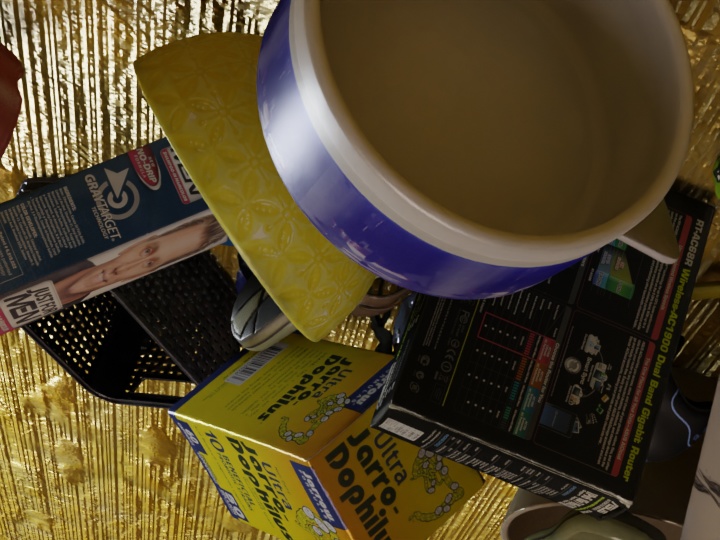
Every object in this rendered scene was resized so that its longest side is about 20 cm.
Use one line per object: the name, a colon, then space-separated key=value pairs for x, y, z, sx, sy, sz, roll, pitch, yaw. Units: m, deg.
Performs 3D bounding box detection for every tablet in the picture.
tablet: x=0.083 y=-0.078 z=0.789 sx=0.200 sy=0.130 sz=0.014 roll=26 pitch=117 yaw=-12

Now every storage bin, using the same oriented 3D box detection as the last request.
storage bin: x=-0.191 y=0.021 z=1.151 sx=0.135 sy=0.094 sz=0.200 roll=3 pitch=146 yaw=30

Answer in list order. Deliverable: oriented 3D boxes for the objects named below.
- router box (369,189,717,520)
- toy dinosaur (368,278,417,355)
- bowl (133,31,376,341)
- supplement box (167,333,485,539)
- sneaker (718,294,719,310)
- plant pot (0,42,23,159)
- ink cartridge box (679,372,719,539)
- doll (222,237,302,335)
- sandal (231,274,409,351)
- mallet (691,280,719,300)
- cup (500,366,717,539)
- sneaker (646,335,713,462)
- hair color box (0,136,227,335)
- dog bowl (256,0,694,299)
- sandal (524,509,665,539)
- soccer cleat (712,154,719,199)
router box: x=0.110 y=0.026 z=0.855 sx=0.150 sy=0.200 sz=0.062 roll=23 pitch=159 yaw=-3
toy dinosaur: x=0.027 y=0.060 z=1.032 sx=0.105 sy=0.200 sz=0.182 roll=36 pitch=119 yaw=2
bowl: x=-0.035 y=-0.069 z=0.858 sx=0.108 sy=0.200 sz=0.200 roll=-33 pitch=136 yaw=3
supplement box: x=-0.028 y=0.124 z=1.025 sx=0.200 sy=0.109 sz=0.109 roll=7 pitch=131 yaw=55
sneaker: x=0.278 y=0.028 z=0.774 sx=0.200 sy=0.089 sz=0.077 roll=-6 pitch=174 yaw=-30
plant pot: x=-0.332 y=-0.124 z=0.906 sx=0.200 sy=0.201 sz=0.195 roll=-9 pitch=147 yaw=42
ink cartridge box: x=0.289 y=0.130 z=0.890 sx=0.145 sy=0.084 sz=0.200 roll=1 pitch=114 yaw=-15
doll: x=-0.061 y=-0.003 z=1.070 sx=0.136 sy=0.049 sz=0.200 roll=24 pitch=151 yaw=4
sandal: x=-0.001 y=0.000 z=0.971 sx=0.201 sy=0.080 sz=0.057 roll=-29 pitch=126 yaw=30
mallet: x=0.214 y=0.021 z=0.955 sx=0.066 sy=0.041 sz=0.200 roll=39 pitch=150 yaw=-26
cup: x=0.219 y=0.156 z=1.066 sx=0.200 sy=0.143 sz=0.200 roll=16 pitch=151 yaw=9
sneaker: x=0.156 y=0.030 z=0.933 sx=0.200 sy=0.078 sz=0.070 roll=59 pitch=-172 yaw=-1
hair color box: x=-0.189 y=-0.020 z=0.970 sx=0.061 sy=0.200 sz=0.100 roll=64 pitch=169 yaw=10
dog bowl: x=0.054 y=-0.090 z=0.691 sx=0.200 sy=0.200 sz=0.079 roll=27 pitch=153 yaw=-12
sandal: x=0.146 y=0.214 z=0.988 sx=0.080 sy=0.057 sz=0.201 roll=20 pitch=152 yaw=3
soccer cleat: x=0.264 y=-0.055 z=0.759 sx=0.068 sy=0.081 sz=0.200 roll=65 pitch=159 yaw=-8
